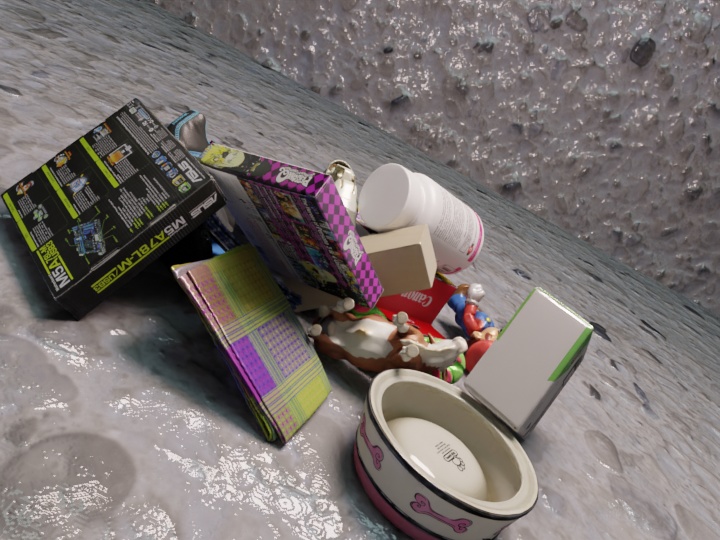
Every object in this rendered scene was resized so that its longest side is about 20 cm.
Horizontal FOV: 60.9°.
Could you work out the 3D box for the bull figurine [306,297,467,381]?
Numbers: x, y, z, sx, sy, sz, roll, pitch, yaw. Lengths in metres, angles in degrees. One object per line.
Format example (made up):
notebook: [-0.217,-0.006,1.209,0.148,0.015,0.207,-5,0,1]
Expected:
bull figurine: [0.029,0.086,0.732,0.195,0.067,0.122,6,-22,11]

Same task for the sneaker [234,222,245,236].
sneaker: [-0.217,-0.101,0.948,0.198,0.075,0.081,36,27,-21]

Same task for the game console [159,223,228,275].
game console: [-0.204,-0.050,0.781,0.115,0.178,0.199,-29,54,-33]

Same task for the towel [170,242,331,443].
towel: [-0.106,0.066,0.644,0.202,0.023,0.143,59,24,-1]

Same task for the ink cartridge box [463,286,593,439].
ink cartridge box: [0.214,0.126,0.774,0.084,0.146,0.200,37,-3,24]

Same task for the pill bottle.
pill bottle: [0.093,-0.076,0.920,0.198,0.114,0.113,25,16,-47]

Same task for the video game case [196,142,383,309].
video game case: [-0.077,-0.048,0.706,0.179,0.036,0.201,20,-27,33]

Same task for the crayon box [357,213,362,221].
crayon box: [-0.004,-0.072,1.178,0.118,0.059,0.199,33,20,13]

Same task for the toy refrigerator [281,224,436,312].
toy refrigerator: [0.000,0.000,0.830,0.195,0.071,0.076,-11,20,17]

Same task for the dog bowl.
dog bowl: [0.079,0.195,0.630,0.197,0.075,0.201,26,20,-10]

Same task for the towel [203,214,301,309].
towel: [-0.160,-0.037,0.772,0.201,0.024,0.144,51,-10,-34]

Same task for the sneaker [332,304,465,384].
sneaker: [0.044,0.105,0.827,0.197,0.078,0.084,26,-15,11]

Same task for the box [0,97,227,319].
box: [-0.270,-0.078,0.661,0.200,0.193,0.048,42,-12,34]

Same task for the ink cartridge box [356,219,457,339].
ink cartridge box: [0.063,0.017,0.972,0.175,0.085,0.199,43,13,33]

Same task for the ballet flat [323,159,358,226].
ballet flat: [-0.033,-0.116,0.913,0.066,0.064,0.201,22,24,-16]

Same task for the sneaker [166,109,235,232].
sneaker: [-0.205,-0.124,0.828,0.072,0.083,0.201,25,-23,22]

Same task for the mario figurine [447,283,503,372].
mario figurine: [0.211,0.099,0.988,0.121,0.107,0.201,24,22,-21]
